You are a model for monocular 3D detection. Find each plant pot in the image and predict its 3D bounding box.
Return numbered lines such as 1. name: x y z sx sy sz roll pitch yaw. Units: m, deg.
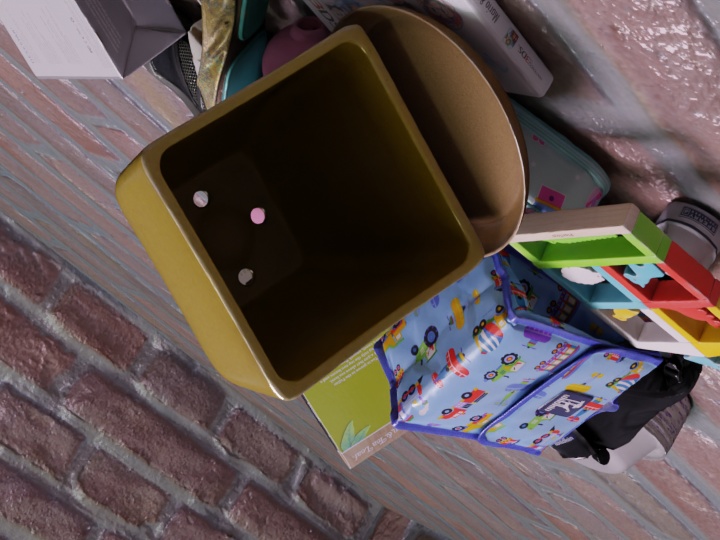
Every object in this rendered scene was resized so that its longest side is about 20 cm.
1. plant pot: -0.067 -0.035 1.100 0.195 0.195 0.200 60 156 -10
2. plant pot: 0.050 -0.102 1.067 0.199 0.027 0.201 35 144 31

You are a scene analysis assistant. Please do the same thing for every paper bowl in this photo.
1. paper bowl: 0.242 0.141 1.582 0.199 0.105 0.201 29 166 8

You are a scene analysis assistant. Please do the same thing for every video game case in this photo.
1. video game case: 0.020 -0.196 1.057 0.199 0.024 0.182 18 160 47

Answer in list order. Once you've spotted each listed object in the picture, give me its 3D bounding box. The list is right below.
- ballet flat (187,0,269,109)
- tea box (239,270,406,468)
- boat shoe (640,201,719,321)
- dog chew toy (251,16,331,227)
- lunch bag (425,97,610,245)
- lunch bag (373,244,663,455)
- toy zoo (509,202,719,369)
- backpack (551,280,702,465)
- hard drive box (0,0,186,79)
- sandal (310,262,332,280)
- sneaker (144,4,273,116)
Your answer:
1. ballet flat: -0.108 -0.196 1.190 0.070 0.071 0.201 30 146 10
2. tea box: -0.027 0.052 1.492 0.198 0.133 0.200 60 176 -27
3. boat shoe: 0.238 0.007 1.185 0.073 0.066 0.200 29 166 14
4. dog chew toy: -0.042 -0.116 1.232 0.124 0.124 0.201 25 135 27
5. lunch bag: 0.108 -0.068 1.196 0.160 0.077 0.200 32 167 -4
6. lunch bag: 0.137 0.078 1.217 0.199 0.151 0.095 23 -143 -33
7. toy zoo: 0.213 0.016 1.105 0.199 0.021 0.131 36 158 -28
8. backpack: 0.183 0.066 1.325 0.199 0.127 0.167 24 127 -19
9. hard drive box: -0.259 -0.251 1.295 0.199 0.077 0.157 12 136 56
10. sandal: 0.000 0.000 1.274 0.081 0.199 0.055 -20 98 52
11. sneaker: -0.132 -0.195 1.325 0.200 0.076 0.115 53 140 23
